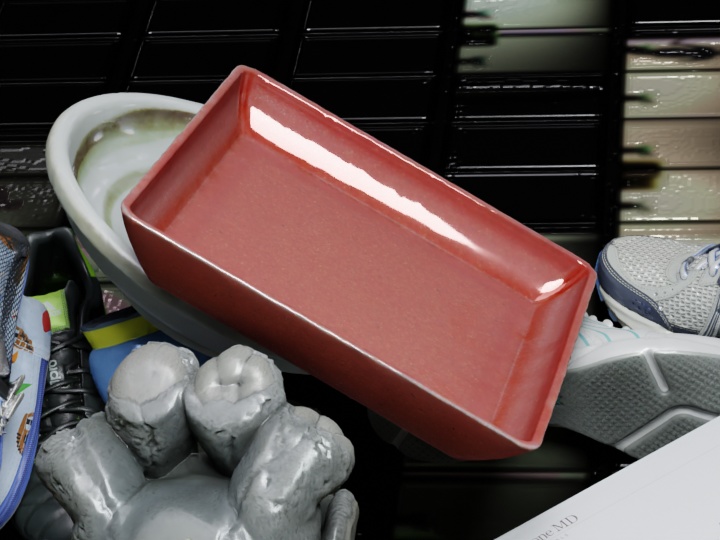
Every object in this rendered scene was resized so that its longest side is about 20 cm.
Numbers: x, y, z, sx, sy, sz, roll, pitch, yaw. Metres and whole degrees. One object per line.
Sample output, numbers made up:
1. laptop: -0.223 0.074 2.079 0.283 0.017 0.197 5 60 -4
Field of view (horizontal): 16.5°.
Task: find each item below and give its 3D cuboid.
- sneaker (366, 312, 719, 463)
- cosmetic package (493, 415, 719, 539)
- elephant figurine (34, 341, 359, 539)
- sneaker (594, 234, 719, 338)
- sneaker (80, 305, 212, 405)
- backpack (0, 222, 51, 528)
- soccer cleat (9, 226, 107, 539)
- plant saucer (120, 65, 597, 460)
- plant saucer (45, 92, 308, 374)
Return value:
1. sneaker: 0.106 0.045 1.196 0.200 0.070 0.080 1 34 10
2. cosmetic package: 0.168 0.137 1.081 0.200 0.052 0.151 -26 39 -24
3. elephant figurine: -0.048 0.121 1.087 0.142 0.200 0.155 38 79 24
4. sneaker: 0.208 0.004 1.221 0.200 0.085 0.077 15 42 27
5. sneaker: -0.066 0.040 1.232 0.066 0.078 0.200 -18 4 30
6. backpack: -0.239 0.064 1.133 0.200 0.154 0.191 -11 57 34
7. soccer cleat: -0.148 0.057 1.206 0.068 0.081 0.200 -9 37 -4
8. plant saucer: 0.000 0.000 1.111 0.200 0.037 0.200 31 26 -1
9. plant saucer: -0.060 -0.006 1.157 0.200 0.050 0.200 23 27 -13
